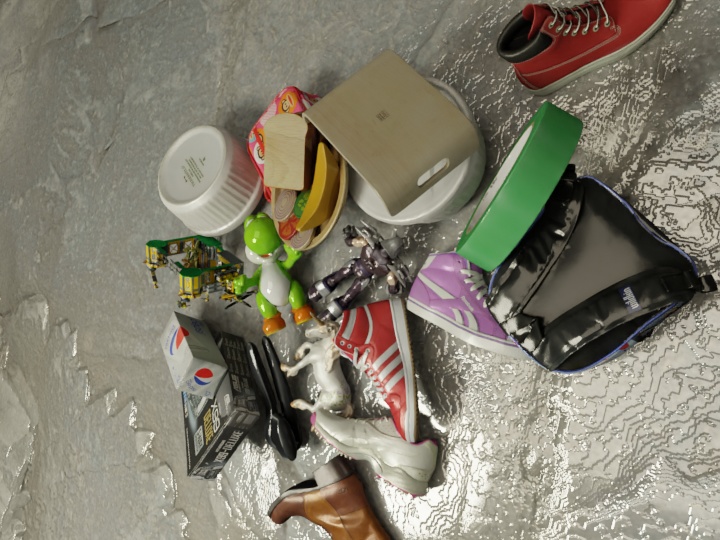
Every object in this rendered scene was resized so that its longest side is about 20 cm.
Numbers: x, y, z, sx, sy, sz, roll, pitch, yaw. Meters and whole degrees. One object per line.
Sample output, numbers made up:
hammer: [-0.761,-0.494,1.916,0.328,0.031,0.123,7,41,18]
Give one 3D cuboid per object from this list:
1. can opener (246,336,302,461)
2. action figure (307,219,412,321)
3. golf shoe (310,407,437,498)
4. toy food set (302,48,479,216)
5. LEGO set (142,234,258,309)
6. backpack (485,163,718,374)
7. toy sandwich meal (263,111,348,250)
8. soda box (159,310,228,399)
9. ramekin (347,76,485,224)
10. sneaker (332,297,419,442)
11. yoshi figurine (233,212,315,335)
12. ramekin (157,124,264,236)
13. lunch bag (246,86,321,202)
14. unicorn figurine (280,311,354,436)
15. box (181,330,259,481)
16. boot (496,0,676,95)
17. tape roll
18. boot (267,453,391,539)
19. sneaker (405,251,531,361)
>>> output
can opener: [-0.136,0.205,0.911,0.078,0.063,0.202,-14,90,52]
action figure: [0.000,0.000,0.842,0.200,0.069,0.131,-39,83,36]
golf shoe: [0.022,0.242,0.815,0.199,0.075,0.092,26,87,19]
toy food set: [0.034,-0.178,0.711,0.143,0.060,0.200,-38,65,-5]
LEGO set: [-0.292,0.021,0.999,0.199,0.153,0.117,25,120,33]
backpack: [0.247,0.017,0.634,0.190,0.154,0.200,-44,60,13]
toy sandwich meal: [-0.093,-0.131,0.816,0.204,0.070,0.207,-7,81,48]
soda box: [-0.297,0.144,0.986,0.064,0.068,0.200,-62,32,5]
ramekin: [0.083,-0.159,0.789,0.201,0.094,0.204,-4,83,35]
sneaker: [0.021,0.143,0.789,0.111,0.071,0.202,-8,69,2]
yoshi figurine: [-0.146,-0.003,0.912,0.112,0.112,0.202,-23,84,40]
ramekin: [-0.276,-0.171,1.016,0.201,0.094,0.204,-10,67,24]
lunch bag: [-0.108,-0.185,0.944,0.176,0.082,0.201,-41,65,29]
unicorn figurine: [-0.062,0.154,0.878,0.137,0.074,0.201,-21,101,34]
box: [-0.247,0.229,0.967,0.158,0.050,0.200,-54,34,19]
boot: [0.264,-0.296,0.657,0.199,0.144,0.073,-29,68,27]
tape roll: [0.183,-0.096,0.661,0.048,0.200,0.201,30,104,4]
boot: [-0.038,0.412,0.860,0.188,0.068,0.201,-38,73,17]
sneaker: [0.157,0.036,0.744,0.200,0.072,0.115,27,98,33]
